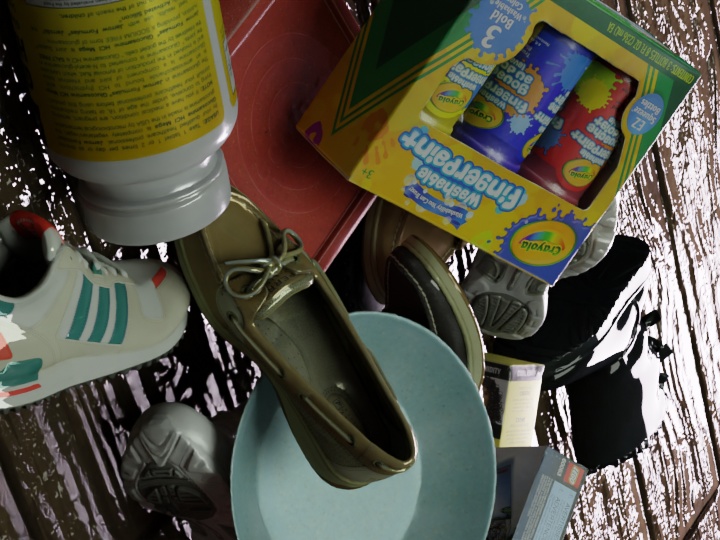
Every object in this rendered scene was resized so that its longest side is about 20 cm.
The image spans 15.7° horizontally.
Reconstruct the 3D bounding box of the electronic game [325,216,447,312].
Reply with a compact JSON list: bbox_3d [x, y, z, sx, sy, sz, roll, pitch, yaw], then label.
[{"bbox_3d":[0.000,0.000,1.722,0.200,0.041,0.202,-4,95,-58],"label":"electronic game"}]

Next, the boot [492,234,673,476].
[{"bbox_3d":[0.173,0.083,1.995,0.198,0.073,0.163,-43,136,-44],"label":"boot"}]

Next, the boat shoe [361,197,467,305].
[{"bbox_3d":[0.062,-0.059,1.717,0.201,0.066,0.074,-63,140,-34],"label":"boat shoe"}]

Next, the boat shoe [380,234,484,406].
[{"bbox_3d":[0.038,0.062,1.661,0.065,0.073,0.201,-29,138,-16],"label":"boat shoe"}]

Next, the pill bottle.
[{"bbox_3d":[-0.129,-0.120,1.422,0.112,0.112,0.201,-42,132,-43],"label":"pill bottle"}]

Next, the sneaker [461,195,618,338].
[{"bbox_3d":[0.122,-0.038,1.812,0.200,0.078,0.100,129,-22,-55],"label":"sneaker"}]

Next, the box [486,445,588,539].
[{"bbox_3d":[0.061,0.187,1.737,0.038,0.200,0.137,29,73,-24],"label":"box"}]

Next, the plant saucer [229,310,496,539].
[{"bbox_3d":[-0.006,0.125,1.588,0.200,0.039,0.203,1,89,-37],"label":"plant saucer"}]

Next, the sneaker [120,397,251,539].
[{"bbox_3d":[-0.085,0.114,1.611,0.200,0.077,0.100,57,45,-58],"label":"sneaker"}]

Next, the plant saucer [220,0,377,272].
[{"bbox_3d":[-0.046,-0.090,1.593,0.200,0.037,0.200,-55,128,-32],"label":"plant saucer"}]

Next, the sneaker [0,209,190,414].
[{"bbox_3d":[-0.161,0.009,1.449,0.199,0.070,0.094,-23,124,-49],"label":"sneaker"}]

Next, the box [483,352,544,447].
[{"bbox_3d":[0.076,0.158,1.861,0.050,0.075,0.201,1,100,-55],"label":"box"}]

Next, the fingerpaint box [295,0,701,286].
[{"bbox_3d":[0.088,-0.103,1.600,0.200,0.073,0.167,27,103,-43],"label":"fingerpaint box"}]

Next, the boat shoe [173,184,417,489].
[{"bbox_3d":[-0.035,0.034,1.509,0.073,0.063,0.201,-31,94,-32],"label":"boat shoe"}]
